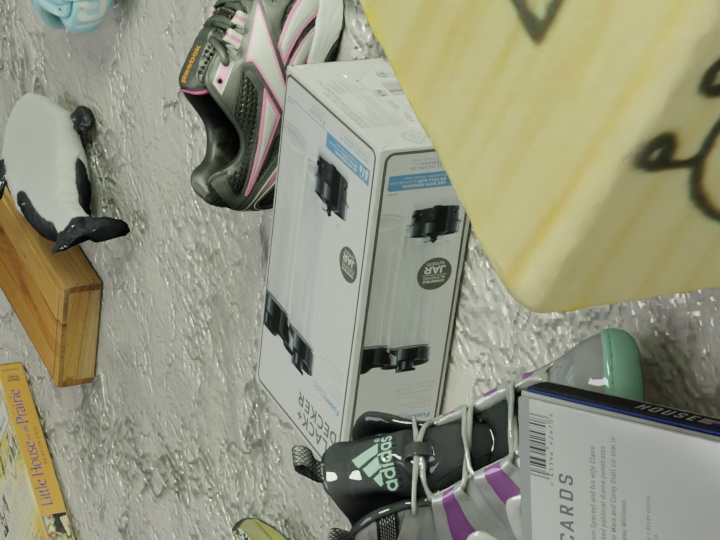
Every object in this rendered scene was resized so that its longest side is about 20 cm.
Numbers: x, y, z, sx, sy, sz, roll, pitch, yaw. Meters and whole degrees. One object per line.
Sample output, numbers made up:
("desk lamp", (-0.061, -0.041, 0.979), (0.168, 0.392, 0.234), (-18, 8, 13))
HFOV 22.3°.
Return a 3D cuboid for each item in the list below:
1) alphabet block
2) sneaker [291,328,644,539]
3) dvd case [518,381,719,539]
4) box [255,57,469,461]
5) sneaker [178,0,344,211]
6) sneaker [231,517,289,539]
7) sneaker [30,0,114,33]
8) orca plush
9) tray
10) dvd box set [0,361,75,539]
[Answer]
("alphabet block", (0.123, -0.131, 0.573), (0.197, 0.194, 0.200), (67, 150, 31))
("sneaker", (0.039, 0.089, 0.842), (0.201, 0.139, 0.078), (115, 162, -45))
("dvd case", (0.146, 0.134, 0.723), (0.199, 0.025, 0.151), (11, 108, 44))
("box", (0.000, 0.000, 0.992), (0.117, 0.060, 0.201), (46, 137, 49))
("sneaker", (-0.062, -0.126, 1.049), (0.080, 0.086, 0.202), (12, 107, 60))
("sneaker", (-0.061, 0.255, 1.151), (0.077, 0.088, 0.201), (-44, 58, 58))
("sneaker", (-0.193, -0.215, 1.309), (0.200, 0.073, 0.083), (178, 76, -71))
("orca plush", (-0.223, -0.066, 1.435), (0.105, 0.071, 0.200), (-49, 41, -3))
("tray", (-0.273, 0.001, 1.553), (0.200, 0.037, 0.099), (51, 140, 47))
("dvd box set", (-0.313, 0.207, 1.693), (0.201, 0.029, 0.147), (67, 149, 28))
